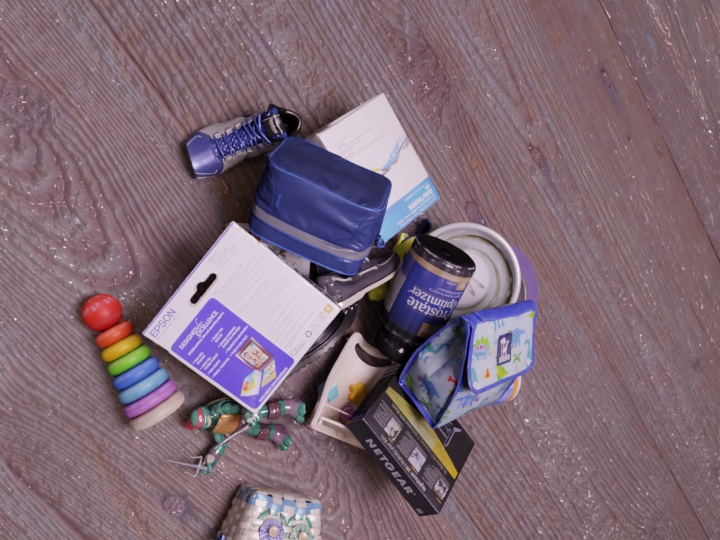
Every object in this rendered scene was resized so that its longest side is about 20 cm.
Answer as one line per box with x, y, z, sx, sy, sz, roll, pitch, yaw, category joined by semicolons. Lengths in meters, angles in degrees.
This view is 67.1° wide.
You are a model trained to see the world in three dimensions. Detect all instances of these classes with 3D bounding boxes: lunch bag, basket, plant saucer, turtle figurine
0.182;0.135;0.862;0.169;0.128;0.201;-9;134;-39;lunch bag
-0.052;-0.084;0.786;0.198;0.136;0.133;25;122;0;lunch bag
-0.151;0.450;0.850;0.175;0.139;0.202;20;71;-26;basket
0.182;0.014;0.972;0.198;0.050;0.203;1;96;8;plant saucer
-0.191;0.241;0.844;0.198;0.150;0.101;8;46;-38;turtle figurine

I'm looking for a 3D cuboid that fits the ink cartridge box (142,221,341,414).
-0.163;0.066;0.768;0.200;0.043;0.199;40;89;-18;ink cartridge box

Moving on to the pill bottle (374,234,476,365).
0.099;0.052;0.900;0.111;0.112;0.202;13;115;-26;pill bottle

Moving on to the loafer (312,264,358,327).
-0.047;0.010;0.945;0.068;0.070;0.203;-28;120;-47;loafer

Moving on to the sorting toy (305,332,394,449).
0.006;0.213;0.958;0.199;0.106;0.182;30;70;-25;sorting toy

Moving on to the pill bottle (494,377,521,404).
0.198;0.209;1.041;0.198;0.112;0.114;-3;91;-26;pill bottle

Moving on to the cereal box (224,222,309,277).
-0.157;0.026;0.901;0.142;0.039;0.203;3;89;-26;cereal box

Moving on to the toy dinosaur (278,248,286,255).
-0.112;-0.090;0.893;0.105;0.061;0.202;-9;66;5;toy dinosaur

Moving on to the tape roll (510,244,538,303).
0.251;0.046;1.083;0.198;0.085;0.203;0;90;-26;tape roll

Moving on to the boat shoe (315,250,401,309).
0.000;0.000;0.888;0.199;0.072;0.063;-34;106;-44;boat shoe

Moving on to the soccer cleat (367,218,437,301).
0.076;-0.021;1.004;0.200;0.064;0.084;-41;112;-26;soccer cleat

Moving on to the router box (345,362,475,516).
0.089;0.274;0.908;0.201;0.052;0.157;52;45;-5;router box

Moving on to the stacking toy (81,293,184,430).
-0.342;0.128;0.792;0.085;0.085;0.201;-31;98;-23;stacking toy

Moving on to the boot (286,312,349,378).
-0.131;0.080;0.848;0.210;0.079;0.159;-33;104;-20;boot

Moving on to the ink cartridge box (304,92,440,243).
0.004;-0.164;0.922;0.144;0.147;0.201;-38;107;-21;ink cartridge box

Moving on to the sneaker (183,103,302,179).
-0.174;-0.215;0.851;0.198;0.115;0.081;-26;100;-24;sneaker
